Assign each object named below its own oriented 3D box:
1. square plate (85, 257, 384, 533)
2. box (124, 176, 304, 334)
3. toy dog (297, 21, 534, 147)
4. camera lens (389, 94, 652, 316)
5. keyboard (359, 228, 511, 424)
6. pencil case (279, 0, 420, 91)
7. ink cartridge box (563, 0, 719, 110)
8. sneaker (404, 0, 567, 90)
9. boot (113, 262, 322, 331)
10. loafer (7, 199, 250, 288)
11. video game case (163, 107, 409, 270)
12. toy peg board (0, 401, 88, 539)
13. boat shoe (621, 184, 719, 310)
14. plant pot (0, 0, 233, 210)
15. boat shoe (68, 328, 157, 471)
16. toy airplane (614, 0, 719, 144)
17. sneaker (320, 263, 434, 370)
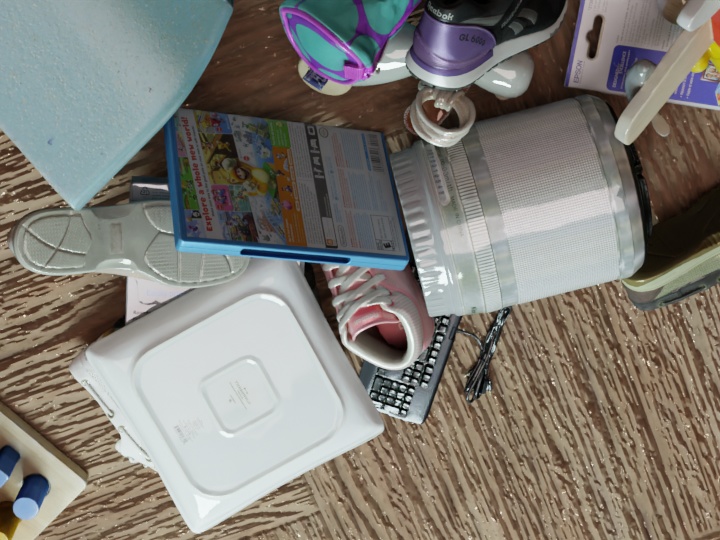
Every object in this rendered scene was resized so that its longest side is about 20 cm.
[{"bbox_3d":[-0.105,0.107,1.264,0.198,0.028,0.200,-29,106,-2],"label":"square plate"},{"bbox_3d":[-0.128,0.021,1.276,0.155,0.041,0.201,1,103,-9],"label":"box"},{"bbox_3d":[0.039,-0.168,1.236,0.200,0.096,0.132,34,68,18],"label":"toy dog"},{"bbox_3d":[0.138,-0.054,1.242,0.199,0.160,0.161,-14,110,2],"label":"camera lens"},{"bbox_3d":[0.079,0.054,1.363,0.127,0.021,0.201,15,111,-5],"label":"keyboard"},{"bbox_3d":[0.025,-0.235,1.168,0.092,0.085,0.200,42,67,-1],"label":"pencil case"},{"bbox_3d":[0.280,-0.193,1.260,0.199,0.037,0.095,7,110,-5],"label":"ink cartridge box"},{"bbox_3d":[0.116,-0.223,1.165,0.076,0.200,0.088,31,137,18],"label":"sneaker"},{"bbox_3d":[-0.118,0.077,1.346,0.199,0.068,0.131,-13,108,3],"label":"boot"},{"bbox_3d":[-0.192,-0.026,1.206,0.199,0.063,0.072,3,95,-26],"label":"loafer"},{"bbox_3d":[-0.063,-0.069,1.230,0.199,0.144,0.018,5,143,-21],"label":"video game case"},{"bbox_3d":[-0.403,0.221,1.388,0.200,0.098,0.199,42,106,-14],"label":"toy peg board"},{"bbox_3d":[0.324,-0.027,1.310,0.200,0.072,0.066,-26,138,-3],"label":"boat shoe"},{"bbox_3d":[-0.211,-0.204,1.184,0.200,0.196,0.196,-38,106,7],"label":"plant pot"},{"bbox_3d":[-0.201,0.150,1.378,0.069,0.071,0.200,-32,100,14],"label":"boat shoe"},{"bbox_3d":[0.286,-0.207,1.164,0.199,0.141,0.200,-16,126,-29],"label":"toy airplane"},{"bbox_3d":[0.000,0.000,1.291,0.075,0.105,0.201,-28,101,18],"label":"sneaker"}]
